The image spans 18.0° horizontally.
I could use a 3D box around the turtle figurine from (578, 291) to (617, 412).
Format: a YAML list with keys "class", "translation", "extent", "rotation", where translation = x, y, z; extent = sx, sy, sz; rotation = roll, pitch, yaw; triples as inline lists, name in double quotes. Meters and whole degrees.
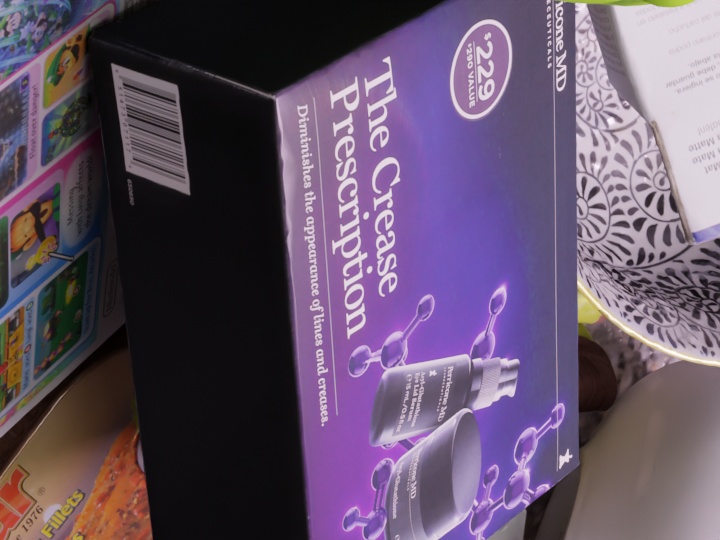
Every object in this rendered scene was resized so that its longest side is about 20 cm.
- class: "turtle figurine"
  translation: [0.035, 0.026, 0.863]
  extent: [0.161, 0.064, 0.201]
  rotation: [-13, 118, -33]

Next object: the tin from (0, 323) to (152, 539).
- class: "tin"
  translation: [-0.109, 0.103, 0.807]
  extent: [0.200, 0.042, 0.112]
  rotation: [-53, 136, -4]

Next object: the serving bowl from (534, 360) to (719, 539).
- class: "serving bowl"
  translation: [0.104, 0.122, 0.909]
  extent: [0.065, 0.200, 0.201]
  rotation: [19, 101, -2]

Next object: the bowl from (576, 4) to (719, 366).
- class: "bowl"
  translation: [0.118, -0.068, 0.844]
  extent: [0.200, 0.094, 0.202]
  rotation: [-1, 93, -26]

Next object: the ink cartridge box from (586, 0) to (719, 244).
- class: "ink cartridge box"
  translation: [0.163, -0.136, 0.756]
  extent: [0.198, 0.041, 0.201]
  rotation: [-20, 105, -5]

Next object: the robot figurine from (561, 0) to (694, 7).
- class: "robot figurine"
  translation: [0.042, -0.132, 0.606]
  extent: [0.199, 0.175, 0.116]
  rotation: [1, 104, -41]

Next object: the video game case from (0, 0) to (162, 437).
- class: "video game case"
  translation: [-0.098, -0.032, 0.677]
  extent: [0.182, 0.024, 0.201]
  rotation: [-45, 156, -39]

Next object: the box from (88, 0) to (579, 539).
- class: "box"
  translation: [0.000, 0.000, 0.715]
  extent: [0.141, 0.079, 0.201]
  rotation: [-35, 133, -41]

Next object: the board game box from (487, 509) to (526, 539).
- class: "board game box"
  translation: [-0.028, 0.192, 0.889]
  extent: [0.199, 0.026, 0.201]
  rotation: [-22, 135, -30]
